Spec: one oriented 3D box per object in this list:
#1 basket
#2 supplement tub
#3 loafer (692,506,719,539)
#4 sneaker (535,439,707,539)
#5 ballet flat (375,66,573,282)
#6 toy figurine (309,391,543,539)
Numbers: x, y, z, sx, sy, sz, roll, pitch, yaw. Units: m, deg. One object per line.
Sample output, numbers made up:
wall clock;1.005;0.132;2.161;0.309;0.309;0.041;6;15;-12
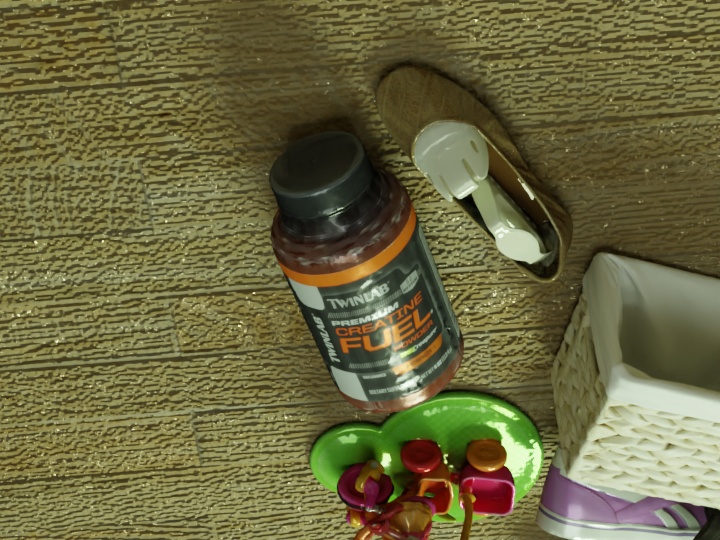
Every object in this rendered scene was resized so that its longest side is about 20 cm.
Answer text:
basket;0.251;0.091;1.165;0.198;0.136;0.124;13;131;-12
supplement tub;0.000;0.000;1.101;0.106;0.108;0.201;-16;127;11
loafer;0.305;0.207;1.230;0.199;0.072;0.074;-25;116;-36
sneaker;0.244;0.164;1.262;0.198;0.072;0.116;6;101;-30
ballet flat;0.085;-0.059;1.078;0.067;0.073;0.200;-31;123;21
toy figurine;0.056;0.214;1.222;0.197;0.185;0.151;1;129;-2
